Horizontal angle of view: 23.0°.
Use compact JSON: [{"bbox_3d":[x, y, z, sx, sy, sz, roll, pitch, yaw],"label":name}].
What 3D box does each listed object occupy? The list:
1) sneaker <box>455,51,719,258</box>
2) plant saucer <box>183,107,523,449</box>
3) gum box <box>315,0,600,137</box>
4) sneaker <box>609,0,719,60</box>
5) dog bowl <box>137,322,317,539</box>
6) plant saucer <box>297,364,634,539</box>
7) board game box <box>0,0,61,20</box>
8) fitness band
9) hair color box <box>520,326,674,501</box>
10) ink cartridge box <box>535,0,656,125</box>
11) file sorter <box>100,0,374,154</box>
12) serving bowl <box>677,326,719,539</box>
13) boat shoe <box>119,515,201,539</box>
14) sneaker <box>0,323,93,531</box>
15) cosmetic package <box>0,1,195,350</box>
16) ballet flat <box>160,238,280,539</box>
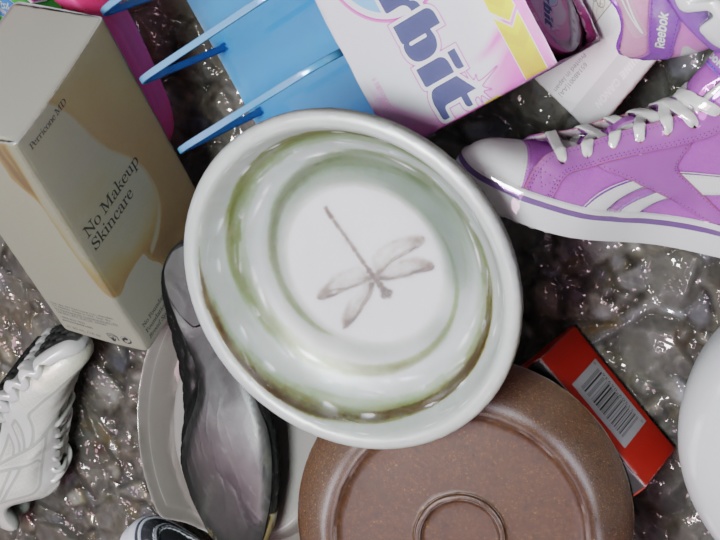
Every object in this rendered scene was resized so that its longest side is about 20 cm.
[{"bbox_3d":[0.153,-0.075,0.954,0.199,0.073,0.115,7,114,-9],"label":"sneaker"},{"bbox_3d":[0.000,0.000,0.976,0.199,0.050,0.201,10,117,19],"label":"plant saucer"},{"bbox_3d":[0.028,-0.182,0.959,0.113,0.066,0.201,-26,94,35],"label":"gum box"},{"bbox_3d":[0.133,-0.191,0.895,0.088,0.080,0.201,-20,97,44],"label":"sneaker"},{"bbox_3d":[-0.058,0.097,1.132,0.199,0.058,0.202,-2,87,42],"label":"dog bowl"},{"bbox_3d":[0.059,0.151,1.027,0.199,0.034,0.202,1,103,6],"label":"plant saucer"},{"bbox_3d":[-0.235,-0.277,1.136,0.153,0.040,0.201,34,121,14],"label":"board game box"},{"bbox_3d":[-0.195,-0.133,1.118,0.143,0.038,0.201,12,144,30],"label":"fitness band"},{"bbox_3d":[0.086,0.134,1.102,0.102,0.061,0.200,50,124,4],"label":"hair color box"},{"bbox_3d":[0.127,-0.206,0.962,0.176,0.045,0.200,44,123,7],"label":"ink cartridge box"},{"bbox_3d":[-0.062,-0.149,1.041,0.138,0.123,0.201,-27,95,34],"label":"file sorter"},{"bbox_3d":[0.265,0.112,0.984,0.199,0.066,0.201,13,119,24],"label":"serving bowl"},{"bbox_3d":[-0.078,0.234,1.223,0.200,0.072,0.068,44,125,5],"label":"boat shoe"},{"bbox_3d":[-0.236,0.113,1.273,0.081,0.075,0.200,38,125,-5],"label":"sneaker"},{"bbox_3d":[-0.168,-0.054,1.071,0.071,0.106,0.200,13,149,28],"label":"cosmetic package"},{"bbox_3d":[-0.080,0.076,1.092,0.066,0.057,0.202,-9,89,19],"label":"ballet flat"}]
